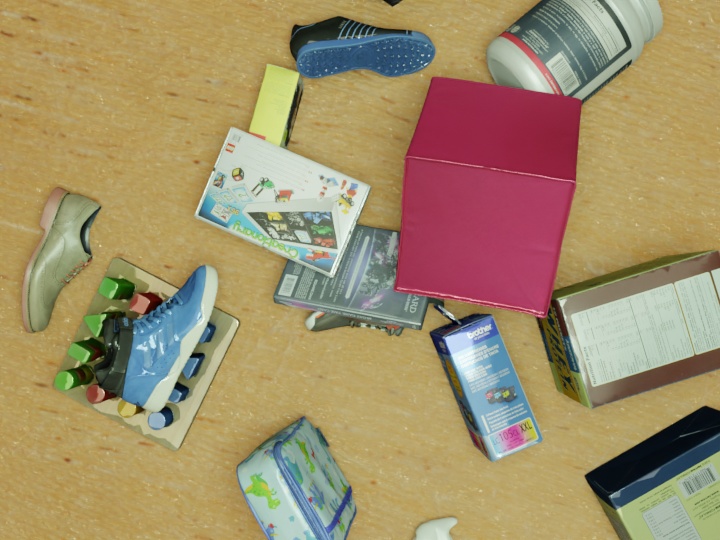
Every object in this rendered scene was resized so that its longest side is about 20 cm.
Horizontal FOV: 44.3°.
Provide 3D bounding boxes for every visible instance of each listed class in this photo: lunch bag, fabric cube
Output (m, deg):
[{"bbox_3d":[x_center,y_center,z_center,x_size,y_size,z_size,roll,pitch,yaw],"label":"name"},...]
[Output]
[{"bbox_3d":[-0.073,0.283,1.125,0.082,0.200,0.162,-30,87,8],"label":"lunch bag"},{"bbox_3d":[0.156,-0.092,1.082,0.193,0.200,0.202,10,129,7],"label":"fabric cube"}]

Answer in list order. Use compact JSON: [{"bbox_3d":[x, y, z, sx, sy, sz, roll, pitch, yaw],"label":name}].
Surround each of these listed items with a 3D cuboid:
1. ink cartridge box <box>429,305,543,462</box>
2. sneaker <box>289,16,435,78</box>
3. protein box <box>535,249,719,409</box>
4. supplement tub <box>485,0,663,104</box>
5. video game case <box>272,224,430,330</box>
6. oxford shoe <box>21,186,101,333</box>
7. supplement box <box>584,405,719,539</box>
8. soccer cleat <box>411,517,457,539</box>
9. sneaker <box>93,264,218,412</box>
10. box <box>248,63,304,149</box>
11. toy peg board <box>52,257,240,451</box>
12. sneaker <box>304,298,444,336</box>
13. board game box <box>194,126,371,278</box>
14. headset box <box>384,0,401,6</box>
[{"bbox_3d":[0.154,0.132,1.153,0.075,0.136,0.203,-20,89,-4],"label":"ink cartridge box"},{"bbox_3d":[0.001,-0.311,1.201,0.197,0.071,0.079,-5,52,-15],"label":"sneaker"},{"bbox_3d":[0.342,0.071,1.118,0.197,0.199,0.137,-17,88,1],"label":"protein box"},{"bbox_3d":[0.277,-0.296,1.156,0.199,0.140,0.141,-39,88,0],"label":"supplement tub"},{"bbox_3d":[0.000,0.000,1.161,0.197,0.019,0.144,10,53,13],"label":"video game case"},{"bbox_3d":[-0.408,-0.008,1.206,0.074,0.070,0.203,14,90,-4],"label":"oxford shoe"},{"bbox_3d":[0.436,0.318,1.143,0.198,0.134,0.202,-29,88,1],"label":"supplement box"},{"bbox_3d":[0.131,0.432,1.185,0.077,0.069,0.203,-21,86,-2],"label":"soccer cleat"},{"bbox_3d":[-0.264,0.070,1.114,0.110,0.077,0.202,26,95,-23],"label":"sneaker"},{"bbox_3d":[-0.127,-0.169,1.198,0.049,0.075,0.203,16,90,3],"label":"box"},{"bbox_3d":[-0.297,0.115,1.185,0.197,0.098,0.202,27,90,2],"label":"toy peg board"},{"bbox_3d":[0.024,0.057,1.191,0.197,0.077,0.083,-20,95,2],"label":"sneaker"},{"bbox_3d":[-0.099,-0.087,1.139,0.198,0.035,0.128,24,89,5],"label":"board game box"},{"bbox_3d":[0.018,-0.453,1.143,0.092,0.200,0.176,-29,87,17],"label":"headset box"}]
